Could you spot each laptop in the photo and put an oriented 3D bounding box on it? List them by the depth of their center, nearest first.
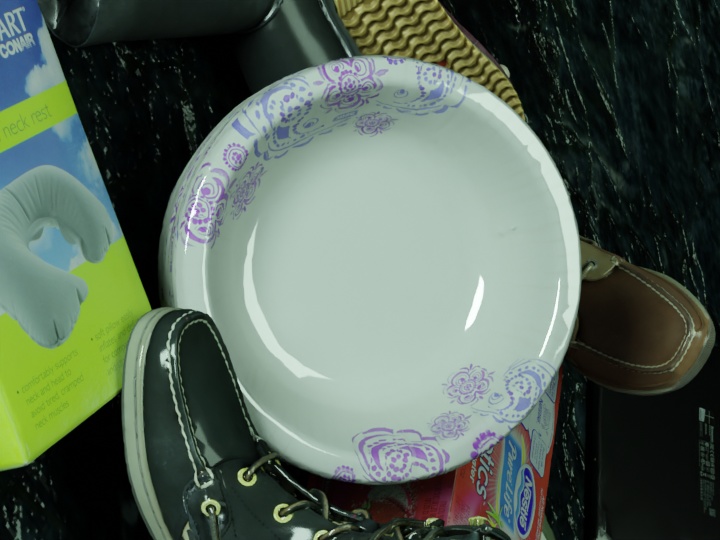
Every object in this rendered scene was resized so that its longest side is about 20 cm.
[{"bbox_3d":[0.220,0.156,1.417,0.199,0.116,0.189,19,57,-23],"label":"laptop"}]

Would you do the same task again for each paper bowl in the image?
[{"bbox_3d":[0.000,0.000,0.945,0.104,0.199,0.202,177,-103,-75],"label":"paper bowl"}]

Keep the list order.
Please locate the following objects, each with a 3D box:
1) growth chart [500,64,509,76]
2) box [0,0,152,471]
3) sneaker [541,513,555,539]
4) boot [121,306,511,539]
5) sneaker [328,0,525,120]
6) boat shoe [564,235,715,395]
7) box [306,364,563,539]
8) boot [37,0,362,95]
[{"bbox_3d":[0.070,-0.043,1.231,0.200,0.018,0.146,-31,105,-57],"label":"growth chart"},{"bbox_3d":[-0.158,-0.031,0.801,0.122,0.047,0.201,-40,114,-58],"label":"box"},{"bbox_3d":[0.084,0.227,1.106,0.088,0.077,0.201,-32,101,-46],"label":"sneaker"},{"bbox_3d":[-0.012,0.106,0.823,0.073,0.153,0.205,-26,104,-59],"label":"boot"},{"bbox_3d":[0.030,-0.130,1.129,0.200,0.075,0.090,53,4,-46],"label":"sneaker"},{"bbox_3d":[0.115,0.013,1.109,0.072,0.199,0.076,26,90,-44],"label":"boat shoe"},{"bbox_3d":[0.039,0.106,1.034,0.100,0.095,0.201,52,37,-39],"label":"box"},{"bbox_3d":[-0.077,-0.122,0.957,0.200,0.065,0.166,-5,74,-64],"label":"boot"}]
